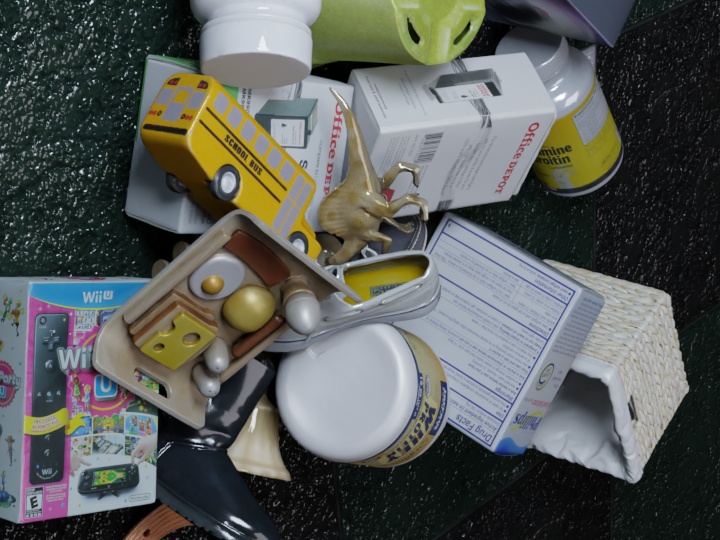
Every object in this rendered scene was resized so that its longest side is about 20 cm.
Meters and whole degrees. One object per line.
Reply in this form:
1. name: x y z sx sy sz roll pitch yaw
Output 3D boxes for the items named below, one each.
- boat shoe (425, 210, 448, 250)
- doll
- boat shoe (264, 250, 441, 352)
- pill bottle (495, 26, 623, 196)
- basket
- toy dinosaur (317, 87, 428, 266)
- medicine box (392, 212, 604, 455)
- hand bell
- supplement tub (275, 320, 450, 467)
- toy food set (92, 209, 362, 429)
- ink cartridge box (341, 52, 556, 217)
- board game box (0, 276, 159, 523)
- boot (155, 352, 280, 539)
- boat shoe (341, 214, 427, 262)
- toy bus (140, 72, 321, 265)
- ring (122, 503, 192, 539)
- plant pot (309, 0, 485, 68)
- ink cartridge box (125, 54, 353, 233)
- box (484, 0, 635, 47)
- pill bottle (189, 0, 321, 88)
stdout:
1. boat shoe: 0.087 -0.116 1.566 0.073 0.063 0.204 4 104 -51
2. doll: -0.094 -0.007 1.376 0.199 0.136 0.049 -6 70 -41
3. boat shoe: -0.025 0.018 1.325 0.199 0.075 0.086 -9 147 0
4. pill bottle: 0.224 -0.187 1.648 0.112 0.111 0.201 -53 137 -18
5. basket: 0.277 0.120 1.775 0.161 0.199 0.199 -49 136 -30
6. toy dinosaur: 0.009 -0.068 1.330 0.100 0.058 0.202 -4 125 -13
7. medicine box: 0.135 0.070 1.569 0.201 0.181 0.103 -62 154 6
8. hand bell: -0.102 0.102 1.445 0.104 0.103 0.202 21 77 -50
9. supplement tub: 0.010 0.123 1.446 0.146 0.143 0.200 -68 160 -2
10. toy food set: -0.114 0.049 1.235 0.199 0.061 0.143 -39 134 15
11. ink cartridge box: 0.075 -0.133 1.438 0.198 0.083 0.147 -9 147 -25
12. board game box: -0.250 0.107 1.250 0.147 0.064 0.203 -1 93 -48
13. boot: -0.124 0.157 1.348 0.169 0.199 0.076 -57 166 -9
14. boat shoe: 0.000 0.000 1.496 0.200 0.072 0.063 -44 157 -22
15. toy bus: -0.102 -0.078 1.232 0.200 0.065 0.079 44 65 -45
16. ring: -0.193 0.319 1.464 0.199 0.019 0.203 -22 120 -43
17. plant pot: 0.013 -0.269 1.323 0.199 0.183 0.203 -21 120 -42
18. ink cartridge box: -0.107 -0.114 1.328 0.199 0.084 0.148 -3 106 -47
19. box: 0.159 -0.335 1.448 0.199 0.197 0.124 30 83 -49
20. pill bottle: -0.088 -0.265 1.217 0.113 0.112 0.203 12 74 -49
